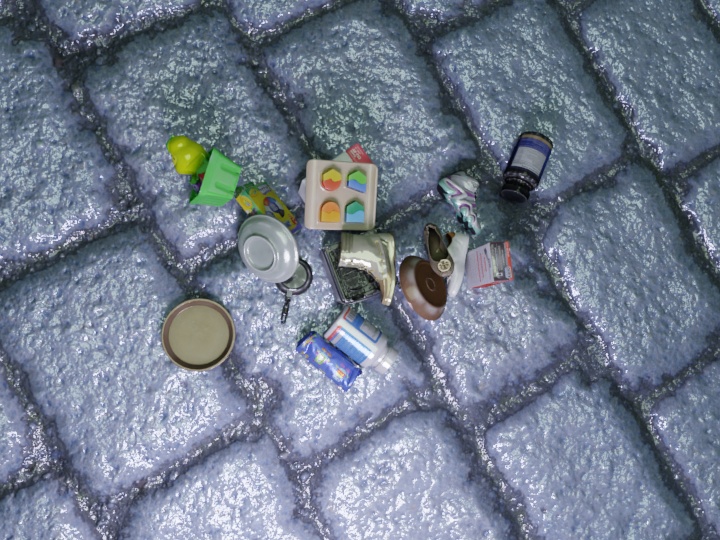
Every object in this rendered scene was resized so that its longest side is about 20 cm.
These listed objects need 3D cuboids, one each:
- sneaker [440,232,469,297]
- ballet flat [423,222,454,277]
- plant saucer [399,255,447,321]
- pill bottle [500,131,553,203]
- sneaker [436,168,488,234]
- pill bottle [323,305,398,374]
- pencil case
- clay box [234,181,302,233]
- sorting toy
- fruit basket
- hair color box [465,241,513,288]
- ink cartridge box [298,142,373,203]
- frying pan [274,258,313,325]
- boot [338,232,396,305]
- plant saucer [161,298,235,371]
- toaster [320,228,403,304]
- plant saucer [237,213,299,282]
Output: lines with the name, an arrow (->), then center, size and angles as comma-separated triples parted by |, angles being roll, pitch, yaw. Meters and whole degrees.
sneaker -> 0.266, -0.020, 1.789 | 0.084, 0.073, 0.201 | 13, 70, -5
ballet flat -> 0.223, -0.066, 1.745 | 0.067, 0.046, 0.201 | -15, 51, 5
plant saucer -> 0.189, 0.044, 1.720 | 0.200, 0.037, 0.201 | 28, 49, -38
pill bottle -> 0.504, -0.313, 1.841 | 0.111, 0.112, 0.201 | 25, 80, -6
sneaker -> 0.339, -0.219, 1.818 | 0.140, 0.078, 0.200 | -34, 90, -11
pill bottle -> 0.005, 0.200, 1.692 | 0.200, 0.112, 0.112 | 39, 79, -3
pencil case -> -0.086, 0.251, 1.686 | 0.200, 0.078, 0.087 | 40, 108, -3
clay box -> -0.264, -0.171, 1.694 | 0.048, 0.115, 0.200 | -37, 92, 32
sorting toy -> -0.050, -0.202, 1.631 | 0.199, 0.036, 0.186 | 0, 98, -19
fruit basket -> -0.440, -0.268, 1.629 | 0.215, 0.216, 0.156 | 16, 81, -7
hair color box -> 0.365, -0.013, 1.734 | 0.064, 0.200, 0.112 | -5, 84, -10
ink cartridge box -> -0.073, -0.260, 1.719 | 0.200, 0.145, 0.084 | -36, 90, -12
frying pan -> -0.213, 0.046, 1.720 | 0.115, 0.031, 0.190 | 34, 76, -2
boot -> 0.016, -0.006, 1.620 | 0.154, 0.072, 0.201 | 2, 78, -10
plant saucer -> -0.446, 0.178, 1.661 | 0.199, 0.029, 0.201 | 1, 83, -9
toaster -> 0.000, 0.000, 1.713 | 0.180, 0.119, 0.201 | -21, 87, -11
plant saucer -> -0.264, -0.052, 1.646 | 0.200, 0.200, 0.050 | 50, 35, -1
